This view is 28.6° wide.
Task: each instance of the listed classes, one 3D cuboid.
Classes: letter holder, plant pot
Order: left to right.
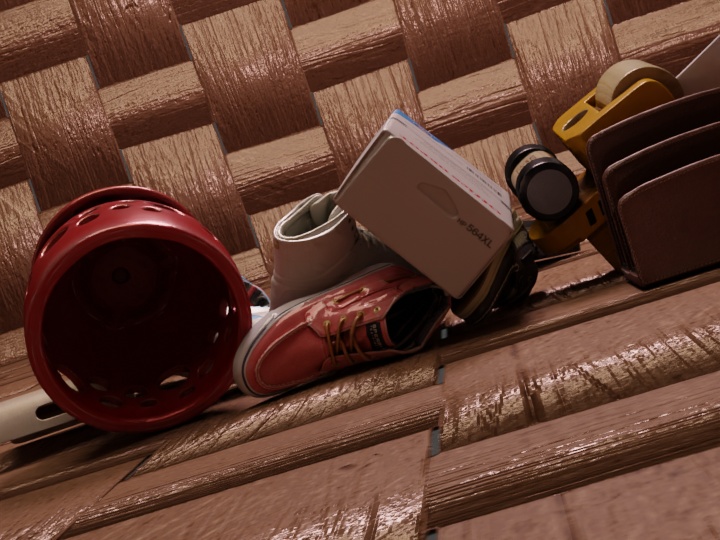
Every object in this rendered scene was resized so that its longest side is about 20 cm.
[{"bbox_3d":[-0.213,0.028,1.310,0.200,0.201,0.183,-18,20,-10],"label":"plant pot"},{"bbox_3d":[0.311,-0.085,1.220,0.200,0.142,0.101,-17,3,3],"label":"letter holder"}]

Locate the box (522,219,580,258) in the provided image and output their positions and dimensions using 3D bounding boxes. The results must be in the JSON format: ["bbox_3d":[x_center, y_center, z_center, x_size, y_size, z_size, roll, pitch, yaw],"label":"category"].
[{"bbox_3d":[0.138,-0.024,1.687,0.200,0.046,0.159,-7,-4,-39],"label":"box"}]

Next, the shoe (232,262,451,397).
[{"bbox_3d":[-0.014,0.055,1.254,0.200,0.072,0.091,-30,22,-27],"label":"shoe"}]

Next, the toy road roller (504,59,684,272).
[{"bbox_3d":[0.243,-0.092,1.358,0.200,0.146,0.123,-42,11,8],"label":"toy road roller"}]

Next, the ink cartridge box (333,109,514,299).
[{"bbox_3d":[0.061,-0.067,1.302,0.084,0.146,0.200,-51,3,13],"label":"ink cartridge box"}]

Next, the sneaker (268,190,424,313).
[{"bbox_3d":[0.000,-0.025,1.340,0.200,0.116,0.074,-23,38,-36],"label":"sneaker"}]

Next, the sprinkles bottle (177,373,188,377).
[{"bbox_3d":[-0.233,0.070,1.494,0.068,0.068,0.200,-15,-23,40],"label":"sprinkles bottle"}]

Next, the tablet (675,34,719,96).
[{"bbox_3d":[0.396,-0.144,1.303,0.014,0.200,0.130,-57,3,-27],"label":"tablet"}]

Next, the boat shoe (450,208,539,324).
[{"bbox_3d":[0.138,0.002,1.348,0.073,0.065,0.200,-47,5,31],"label":"boat shoe"}]

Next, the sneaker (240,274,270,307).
[{"bbox_3d":[-0.128,0.038,1.529,0.095,0.200,0.079,18,-71,-52],"label":"sneaker"}]

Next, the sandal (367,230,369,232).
[{"bbox_3d":[0.000,0.000,1.480,0.075,0.045,0.200,-9,-33,-28],"label":"sandal"}]

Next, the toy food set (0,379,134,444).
[{"bbox_3d":[-0.301,0.149,1.453,0.143,0.060,0.200,-19,-5,-11],"label":"toy food set"}]

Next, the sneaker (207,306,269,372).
[{"bbox_3d":[-0.065,0.069,1.388,0.200,0.077,0.081,-13,28,9],"label":"sneaker"}]
